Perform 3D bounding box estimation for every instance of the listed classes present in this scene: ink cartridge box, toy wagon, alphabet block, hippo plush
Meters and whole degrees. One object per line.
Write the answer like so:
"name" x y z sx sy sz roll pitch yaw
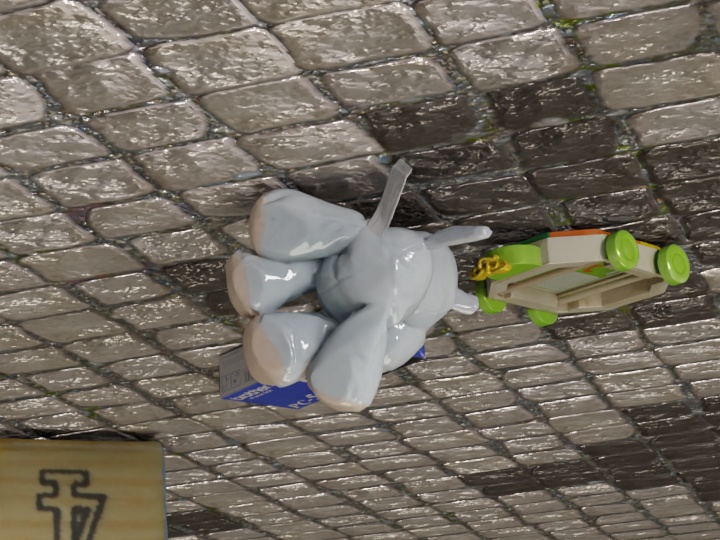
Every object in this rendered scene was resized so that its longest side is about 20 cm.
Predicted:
"ink cartridge box" -0.038 0.080 1.928 0.093 0.045 0.199 10 158 -35
"toy wagon" 0.166 0.001 1.729 0.154 0.040 0.199 -20 157 41
"alphabet block" -0.331 0.297 2.285 0.198 0.198 0.195 3 160 -23
"hippo plush" 0.000 0.000 1.581 0.201 0.159 0.161 -54 167 13
